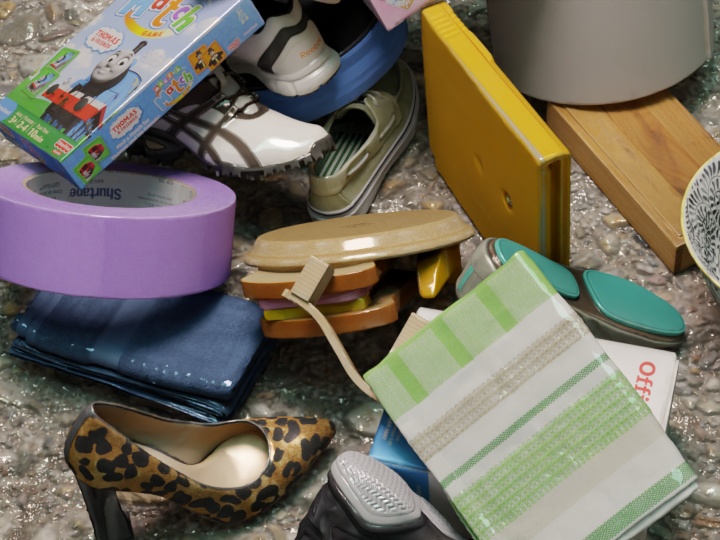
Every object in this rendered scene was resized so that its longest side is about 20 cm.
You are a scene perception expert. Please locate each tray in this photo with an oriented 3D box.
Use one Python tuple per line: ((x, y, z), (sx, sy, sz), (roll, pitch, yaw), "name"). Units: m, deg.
((0.251, -0.092, 1.495), (0.098, 0.037, 0.200), (-23, 52, -15), "tray")

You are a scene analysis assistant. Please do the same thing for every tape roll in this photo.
((-0.199, -0.035, 1.393), (0.198, 0.066, 0.200), (5, 15, -1), "tape roll")
((0.207, -0.256, 1.547), (0.201, 0.140, 0.203), (-8, 35, 6), "tape roll")

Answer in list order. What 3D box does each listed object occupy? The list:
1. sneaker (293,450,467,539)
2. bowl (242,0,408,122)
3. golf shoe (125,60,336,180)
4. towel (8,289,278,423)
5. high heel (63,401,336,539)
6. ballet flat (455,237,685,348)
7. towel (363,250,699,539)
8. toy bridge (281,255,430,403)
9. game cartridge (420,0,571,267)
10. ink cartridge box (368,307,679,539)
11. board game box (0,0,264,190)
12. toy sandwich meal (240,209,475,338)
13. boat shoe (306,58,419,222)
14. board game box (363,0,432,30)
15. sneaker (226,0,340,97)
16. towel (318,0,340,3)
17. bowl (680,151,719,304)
((0.030, 0.226, 1.208), (0.200, 0.075, 0.114), (43, 98, 4), "sneaker")
((-0.057, -0.199, 1.568), (0.199, 0.040, 0.201), (-17, 36, 12), "bowl")
((-0.115, -0.131, 1.456), (0.198, 0.095, 0.078), (9, 22, 22), "golf shoe")
((-0.168, 0.051, 1.392), (0.198, 0.049, 0.112), (15, 47, 19), "towel")
((-0.111, 0.119, 1.264), (0.199, 0.143, 0.072), (-21, 50, -14), "high heel")
((0.159, 0.029, 1.360), (0.199, 0.064, 0.068), (20, 35, -28), "ballet flat")
((0.115, 0.108, 1.200), (0.149, 0.031, 0.201), (-37, 76, 5), "towel")
((0.028, 0.063, 1.251), (0.199, 0.027, 0.068), (29, 85, 15), "toy bridge")
((0.107, -0.091, 1.411), (0.032, 0.177, 0.201), (-21, 50, -12), "game cartridge")
((0.120, 0.121, 1.283), (0.198, 0.086, 0.147), (11, 51, 13), "ink cartridge box")
((-0.192, -0.163, 1.429), (0.200, 0.037, 0.151), (-43, 37, -13), "board game box")
((0.000, 0.000, 1.383), (0.203, 0.071, 0.205), (-7, 7, 1), "toy sandwich meal")
((0.004, -0.122, 1.523), (0.071, 0.062, 0.201), (10, 50, 13), "boat shoe")
((0.077, -0.293, 1.480), (0.198, 0.044, 0.200), (-34, 23, 3), "board game box")
((-0.102, -0.204, 1.500), (0.199, 0.080, 0.074), (11, 50, 43), "sneaker")
((-0.076, -0.250, 1.467), (0.131, 0.035, 0.200), (11, 8, -5), "towel")
((0.345, -0.006, 1.372), (0.199, 0.095, 0.202), (-2, 48, 2), "bowl")
